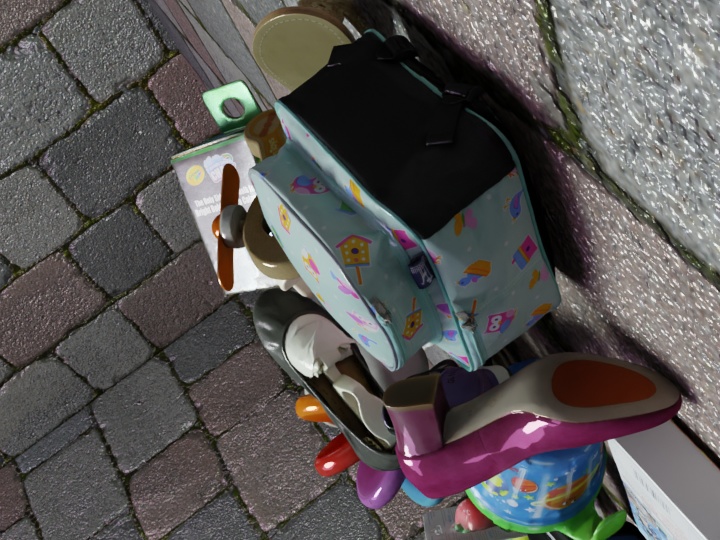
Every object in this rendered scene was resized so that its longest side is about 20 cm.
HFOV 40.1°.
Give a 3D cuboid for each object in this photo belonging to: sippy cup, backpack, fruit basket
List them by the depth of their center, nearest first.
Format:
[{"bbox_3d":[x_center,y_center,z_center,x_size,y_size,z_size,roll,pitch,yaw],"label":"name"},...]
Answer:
[{"bbox_3d":[0.035,-0.026,0.640,0.176,0.153,0.200,43,177,43],"label":"backpack"},{"bbox_3d":[0.152,0.142,0.848,0.177,0.140,0.131,18,153,13],"label":"sippy cup"},{"bbox_3d":[0.174,0.297,1.161,0.185,0.198,0.095,19,-126,-89],"label":"fruit basket"}]

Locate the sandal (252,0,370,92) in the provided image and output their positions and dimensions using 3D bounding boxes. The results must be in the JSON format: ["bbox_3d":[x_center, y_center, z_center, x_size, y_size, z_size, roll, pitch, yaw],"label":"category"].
[{"bbox_3d":[-0.025,-0.164,0.719,0.212,0.077,0.070,58,-141,-72],"label":"sandal"}]

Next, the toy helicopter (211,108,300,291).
[{"bbox_3d":[-0.068,-0.064,0.798,0.201,0.131,0.079,-111,-7,-47],"label":"toy helicopter"}]

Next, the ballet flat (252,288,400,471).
[{"bbox_3d":[-0.017,0.092,0.876,0.200,0.068,0.068,49,162,-2],"label":"ballet flat"}]

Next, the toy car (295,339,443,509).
[{"bbox_3d":[0.025,0.159,0.986,0.199,0.151,0.175,33,152,-12],"label":"toy car"}]

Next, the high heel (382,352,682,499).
[{"bbox_3d":[0.116,0.111,0.660,0.068,0.198,0.097,-59,-43,-47],"label":"high heel"}]

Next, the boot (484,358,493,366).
[{"bbox_3d":[0.158,0.151,1.081,0.138,0.078,0.200,37,167,17],"label":"boot"}]

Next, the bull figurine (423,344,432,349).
[{"bbox_3d":[0.046,0.000,1.205,0.201,0.065,0.122,63,178,-25],"label":"bull figurine"}]

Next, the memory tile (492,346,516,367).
[{"bbox_3d":[0.126,0.055,1.119,0.201,0.017,0.153,57,175,-22],"label":"memory tile"}]

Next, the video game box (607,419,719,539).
[{"bbox_3d":[0.257,0.205,0.669,0.200,0.047,0.183,51,173,41],"label":"video game box"}]

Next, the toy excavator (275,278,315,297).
[{"bbox_3d":[0.000,0.000,0.917,0.100,0.199,0.195,52,154,22],"label":"toy excavator"}]

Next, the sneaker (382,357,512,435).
[{"bbox_3d":[0.055,0.106,0.808,0.200,0.087,0.076,138,131,-75],"label":"sneaker"}]

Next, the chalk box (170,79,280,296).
[{"bbox_3d":[-0.096,-0.094,1.000,0.124,0.124,0.201,-9,106,41],"label":"chalk box"}]

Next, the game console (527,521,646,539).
[{"bbox_3d":[0.246,0.266,0.943,0.177,0.116,0.200,65,170,-28],"label":"game console"}]
